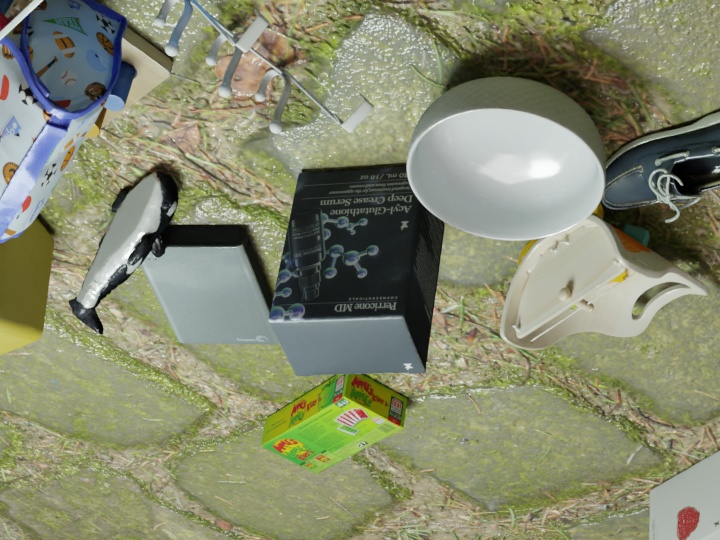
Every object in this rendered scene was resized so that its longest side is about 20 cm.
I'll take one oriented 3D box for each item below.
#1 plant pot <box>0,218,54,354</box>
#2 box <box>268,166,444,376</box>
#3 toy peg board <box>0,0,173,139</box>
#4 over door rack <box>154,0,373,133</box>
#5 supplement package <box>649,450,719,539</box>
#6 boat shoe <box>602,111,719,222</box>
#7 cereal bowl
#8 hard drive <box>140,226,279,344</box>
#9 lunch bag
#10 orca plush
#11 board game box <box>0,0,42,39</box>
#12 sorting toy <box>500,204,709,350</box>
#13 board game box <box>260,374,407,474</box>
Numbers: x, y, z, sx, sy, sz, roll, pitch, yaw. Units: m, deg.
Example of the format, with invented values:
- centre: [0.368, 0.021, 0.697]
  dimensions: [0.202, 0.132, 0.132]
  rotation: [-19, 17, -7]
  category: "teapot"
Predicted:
- centre: [-0.470, 0.005, 1.666]
  dimensions: [0.198, 0.202, 0.176]
  rotation: [-20, 146, 35]
  category: "plant pot"
- centre: [0.000, 0.000, 1.522]
  dimensions: [0.146, 0.202, 0.108]
  rotation: [-3, 143, 16]
  category: "box"
- centre: [-0.329, -0.186, 1.437]
  dimensions: [0.199, 0.099, 0.198]
  rotation: [34, 138, -30]
  category: "toy peg board"
- centre: [-0.100, -0.185, 1.325]
  dimensions: [0.147, 0.067, 0.199]
  rotation: [34, 177, -34]
  category: "over door rack"
- centre: [0.492, 0.331, 1.922]
  dimensions: [0.119, 0.122, 0.200]
  rotation: [23, 142, -18]
  category: "supplement package"
- centre: [0.321, -0.098, 1.429]
  dimensions: [0.198, 0.062, 0.075]
  rotation: [-19, 138, 35]
  category: "boat shoe"
- centre: [0.146, -0.121, 1.421]
  dimensions: [0.197, 0.084, 0.201]
  rotation: [7, 144, 5]
  category: "cereal bowl"
- centre: [-0.182, 0.021, 1.739]
  dimensions: [0.138, 0.033, 0.201]
  rotation: [0, 143, 13]
  category: "hard drive"
- centre: [-0.300, -0.144, 1.295]
  dimensions: [0.123, 0.201, 0.170]
  rotation: [23, 125, -25]
  category: "lunch bag"
- centre: [-0.251, -0.017, 1.628]
  dimensions: [0.071, 0.202, 0.105]
  rotation: [19, -170, -36]
  category: "orca plush"
- centre: [-0.227, -0.288, 1.191]
  dimensions: [0.026, 0.201, 0.199]
  rotation: [43, 134, -20]
  category: "board game box"
- centre: [0.281, 0.018, 1.576]
  dimensions: [0.178, 0.108, 0.200]
  rotation: [21, 143, -27]
  category: "sorting toy"
- centre: [-0.038, 0.207, 1.945]
  dimensions: [0.101, 0.048, 0.199]
  rotation: [30, 140, -24]
  category: "board game box"
